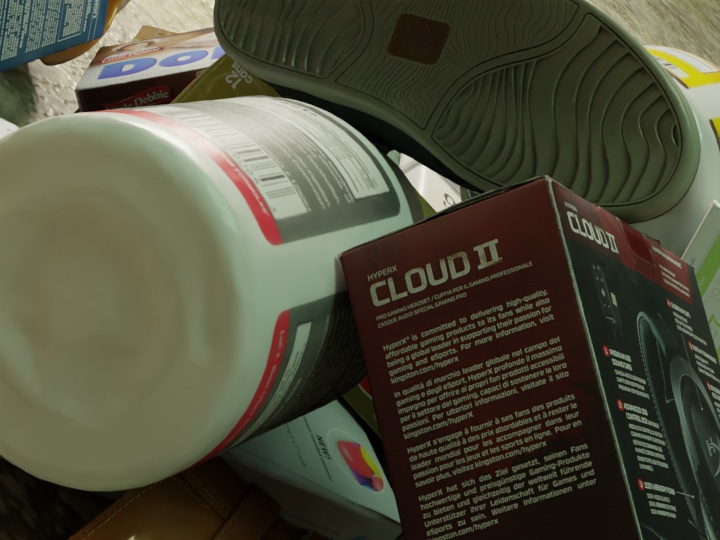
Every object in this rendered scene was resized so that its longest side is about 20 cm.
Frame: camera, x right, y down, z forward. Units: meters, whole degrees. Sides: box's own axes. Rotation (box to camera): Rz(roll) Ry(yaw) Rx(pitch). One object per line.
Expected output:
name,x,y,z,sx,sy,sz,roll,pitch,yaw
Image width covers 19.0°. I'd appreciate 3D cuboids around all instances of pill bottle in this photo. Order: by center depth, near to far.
pill bottle,-0.046,-0.001,0.703,0.111,0.111,0.200,49,19,9
pill bottle,0.118,-0.044,0.949,0.109,0.109,0.200,48,17,8

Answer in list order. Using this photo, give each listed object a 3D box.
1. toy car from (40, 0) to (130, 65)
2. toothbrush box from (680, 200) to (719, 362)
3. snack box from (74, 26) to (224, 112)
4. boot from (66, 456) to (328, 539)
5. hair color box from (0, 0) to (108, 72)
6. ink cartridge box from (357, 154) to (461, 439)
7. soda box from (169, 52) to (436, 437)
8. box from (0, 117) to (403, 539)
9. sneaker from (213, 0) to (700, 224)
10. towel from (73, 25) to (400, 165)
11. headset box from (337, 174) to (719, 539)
toy car,-0.130,-0.181,0.967,0.184,0.177,0.200,37,30,-59
toothbrush box,0.151,0.074,0.882,0.086,0.146,0.200,29,-4,15
snack box,-0.018,-0.094,0.918,0.072,0.199,0.024,-84,163,-69
boot,-0.012,0.121,0.729,0.155,0.077,0.200,44,25,8
hair color box,-0.172,-0.113,0.811,0.100,0.061,0.200,13,15,11
ink cartridge box,0.048,0.017,1.019,0.146,0.085,0.200,47,20,-14
soda box,0.000,0.000,0.864,0.200,0.068,0.064,47,17,-4
box,-0.083,0.025,0.806,0.200,0.041,0.156,26,27,-43
sneaker,0.050,-0.064,0.788,0.200,0.075,0.106,28,0,32
towel,-0.052,-0.067,0.996,0.146,0.022,0.200,13,21,0
headset box,0.071,0.069,0.679,0.149,0.077,0.201,22,51,-63
